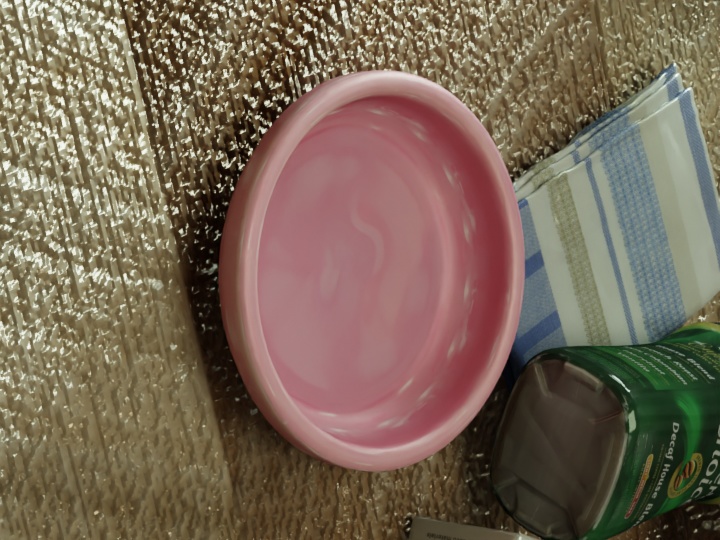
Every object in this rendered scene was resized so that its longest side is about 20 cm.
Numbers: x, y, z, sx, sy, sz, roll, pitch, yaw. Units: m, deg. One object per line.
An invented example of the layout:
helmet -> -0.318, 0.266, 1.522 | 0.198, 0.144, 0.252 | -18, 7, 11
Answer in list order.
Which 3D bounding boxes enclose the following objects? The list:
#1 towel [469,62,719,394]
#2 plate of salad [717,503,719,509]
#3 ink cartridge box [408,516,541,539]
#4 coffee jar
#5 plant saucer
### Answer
towel -> 0.139, -0.012, 1.317 | 0.200, 0.024, 0.147 | -36, 118, -35
plate of salad -> 0.276, 0.200, 1.377 | 0.200, 0.200, 0.048 | 29, 111, -41
ink cartridge box -> 0.079, 0.247, 1.230 | 0.146, 0.084, 0.201 | 22, 77, -42
coffee jar -> 0.164, 0.087, 1.285 | 0.200, 0.085, 0.105 | -8, 121, -50
plant saucer -> 0.000, 0.000, 1.164 | 0.200, 0.051, 0.201 | -2, 93, -44
